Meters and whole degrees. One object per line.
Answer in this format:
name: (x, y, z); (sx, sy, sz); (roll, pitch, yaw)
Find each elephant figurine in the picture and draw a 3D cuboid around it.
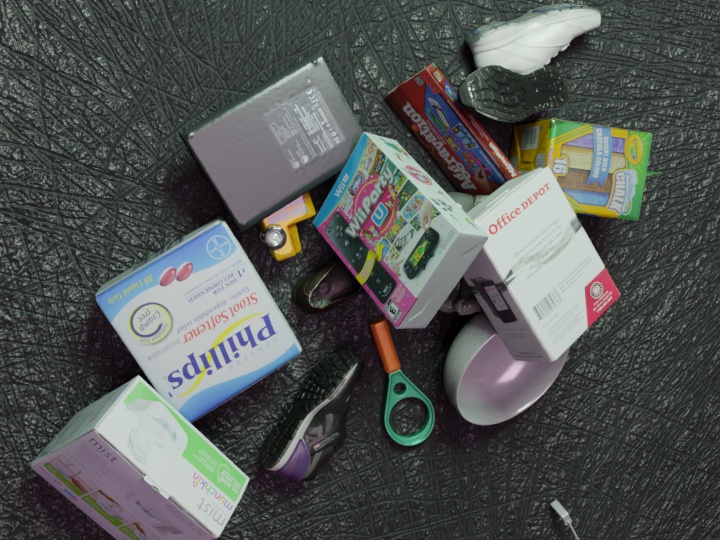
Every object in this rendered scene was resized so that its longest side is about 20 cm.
elephant figurine: (0.149, -0.051, 0.955); (0.141, 0.155, 0.201); (-10, 102, 23)

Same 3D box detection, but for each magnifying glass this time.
magnifying glass: (0.055, 0.166, 1.024); (0.079, 0.022, 0.201); (-20, 102, -10)

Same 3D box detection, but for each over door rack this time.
over door rack: (0.316, 0.498, 1.116); (0.147, 0.067, 0.200); (-35, 105, -8)

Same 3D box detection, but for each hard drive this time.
hard drive: (-0.102, -0.158, 0.862); (0.200, 0.033, 0.140); (-33, 105, -11)

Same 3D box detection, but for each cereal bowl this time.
cereal bowl: (0.201, 0.122, 1.005); (0.199, 0.083, 0.201); (-15, 127, -22)

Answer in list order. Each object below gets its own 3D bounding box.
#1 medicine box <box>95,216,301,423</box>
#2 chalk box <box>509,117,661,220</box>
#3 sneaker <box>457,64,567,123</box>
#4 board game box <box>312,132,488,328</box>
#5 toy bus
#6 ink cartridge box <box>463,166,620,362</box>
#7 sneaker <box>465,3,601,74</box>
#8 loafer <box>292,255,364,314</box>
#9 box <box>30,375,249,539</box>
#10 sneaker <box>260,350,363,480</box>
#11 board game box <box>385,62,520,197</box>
medicine box: (-0.205, 0.061, 0.901); (0.182, 0.103, 0.201); (-32, 104, -7)
chalk box: (0.325, -0.139, 0.992); (0.199, 0.124, 0.124); (6, 96, -14)
sneaker: (0.189, -0.224, 0.936); (0.199, 0.087, 0.076); (-12, 87, -39)
board game box: (0.042, -0.050, 0.850); (0.064, 0.200, 0.148); (3, 128, -44)
toy bus: (-0.117, -0.118, 0.916); (0.078, 0.065, 0.201); (-21, 102, -12)
ink cartridge box: (0.215, -0.007, 0.880); (0.145, 0.083, 0.200); (-37, 100, -23)
sneaker: (0.246, -0.322, 0.982); (0.199, 0.075, 0.087); (-19, 114, -4)
loafer: (0.000, 0.000, 0.958); (0.200, 0.071, 0.073); (-38, 105, -6)
box: (-0.276, 0.255, 0.869); (0.176, 0.097, 0.200); (-31, 109, 36)
sneaker: (-0.050, 0.206, 0.980); (0.087, 0.076, 0.200); (36, 94, -29)
board game box: (0.126, -0.181, 0.948); (0.200, 0.103, 0.019); (48, 64, -15)
